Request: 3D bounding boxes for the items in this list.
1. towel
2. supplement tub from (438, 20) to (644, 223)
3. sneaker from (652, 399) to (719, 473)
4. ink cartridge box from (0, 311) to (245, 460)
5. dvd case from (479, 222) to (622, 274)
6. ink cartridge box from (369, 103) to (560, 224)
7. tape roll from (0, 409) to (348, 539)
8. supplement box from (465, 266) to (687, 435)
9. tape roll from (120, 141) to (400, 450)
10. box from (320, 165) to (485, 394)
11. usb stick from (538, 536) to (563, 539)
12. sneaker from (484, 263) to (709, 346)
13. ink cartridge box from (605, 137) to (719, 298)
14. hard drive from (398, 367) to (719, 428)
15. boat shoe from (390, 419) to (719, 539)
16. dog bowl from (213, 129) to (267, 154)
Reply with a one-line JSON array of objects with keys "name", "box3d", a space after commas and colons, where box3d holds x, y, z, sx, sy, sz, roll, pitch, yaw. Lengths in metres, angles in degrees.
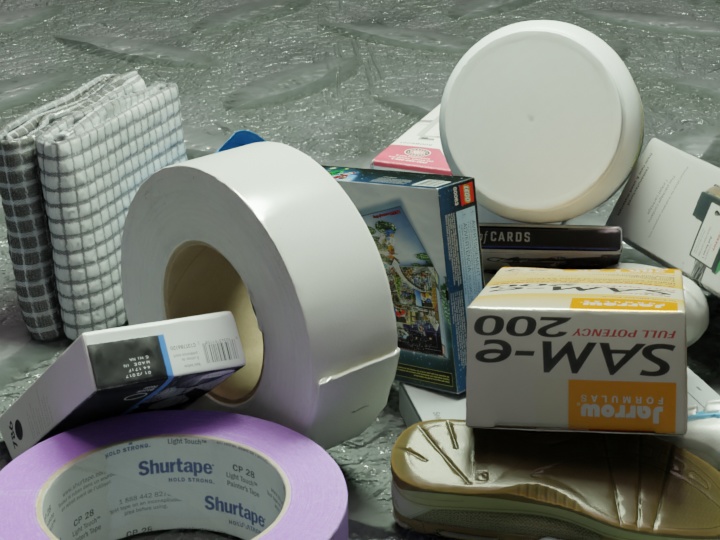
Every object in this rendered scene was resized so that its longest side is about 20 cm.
[{"name": "towel", "box3d": [-0.207, -0.056, 1.212, 0.085, 0.167, 0.200, 1, 22, 19]}, {"name": "supplement tub", "box3d": [0.136, -0.108, 1.145, 0.144, 0.146, 0.200, 5, 4, 11]}, {"name": "sneaker", "box3d": [0.250, 0.131, 0.886, 0.199, 0.075, 0.087, 4, 38, 25]}, {"name": "ink cartridge box", "box3d": [-0.156, 0.079, 0.957, 0.099, 0.039, 0.200, -9, -15, -32]}, {"name": "dvd case", "box3d": [0.092, -0.006, 1.166, 0.198, 0.025, 0.150, 2, -13, 5]}, {"name": "ink cartridge box", "box3d": [0.108, -0.082, 1.373, 0.145, 0.083, 0.200, 8, 24, 19]}, {"name": "tape roll", "box3d": [-0.105, 0.151, 0.846, 0.198, 0.066, 0.200, 0, 22, 0]}, {"name": "supplement box", "box3d": [0.137, 0.043, 0.954, 0.125, 0.074, 0.200, 1, 7, 10]}, {"name": "tape roll", "box3d": [-0.067, 0.024, 0.971, 0.070, 0.204, 0.202, -18, 29, -38]}, {"name": "box", "box3d": [0.000, 0.000, 1.066, 0.038, 0.138, 0.199, -20, 20, -41]}, {"name": "usb stick", "box3d": [0.041, 0.185, 0.801, 0.199, 0.033, 0.055, -15, 27, -31]}, {"name": "sneaker", "box3d": [0.143, 0.045, 1.094, 0.198, 0.076, 0.089, -3, 22, 22]}, {"name": "ink cartridge box", "box3d": [0.298, -0.008, 1.124, 0.145, 0.085, 0.200, 23, 8, -33]}, {"name": "hard drive", "box3d": [0.133, 0.095, 1.007, 0.198, 0.027, 0.132, -4, 15, -8]}, {"name": "boat shoe", "box3d": [0.116, 0.135, 0.895, 0.199, 0.063, 0.073, 5, 44, 6]}, {"name": "dog bowl", "box3d": [-0.106, -0.039, 1.249, 0.049, 0.112, 0.200, -28, 12, 26]}]
